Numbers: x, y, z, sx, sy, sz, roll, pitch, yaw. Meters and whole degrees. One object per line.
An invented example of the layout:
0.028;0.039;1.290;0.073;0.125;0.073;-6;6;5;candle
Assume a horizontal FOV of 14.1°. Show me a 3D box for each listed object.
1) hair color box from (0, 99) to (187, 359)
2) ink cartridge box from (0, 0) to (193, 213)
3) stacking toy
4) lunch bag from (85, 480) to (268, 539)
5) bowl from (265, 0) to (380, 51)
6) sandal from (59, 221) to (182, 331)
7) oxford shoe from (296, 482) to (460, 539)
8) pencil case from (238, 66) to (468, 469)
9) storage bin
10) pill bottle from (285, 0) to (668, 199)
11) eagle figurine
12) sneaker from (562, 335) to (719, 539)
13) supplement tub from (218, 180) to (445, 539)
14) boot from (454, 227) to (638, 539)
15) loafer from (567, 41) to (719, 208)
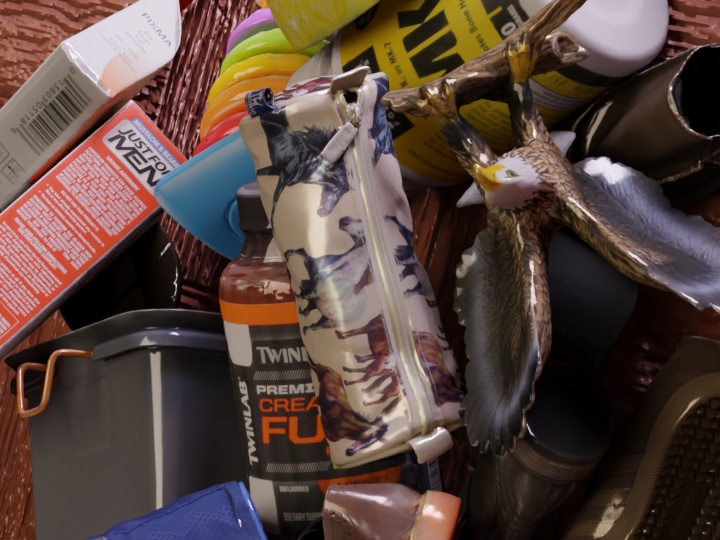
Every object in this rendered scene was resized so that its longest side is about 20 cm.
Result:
-0.195;-0.003;1.696;0.064;0.200;0.111;48;159;-1;hair color box
-0.160;-0.103;1.775;0.050;0.200;0.162;51;125;4;ink cartridge box
-0.044;-0.109;1.692;0.110;0.116;0.200;-29;45;33;stacking toy
-0.098;0.199;1.486;0.200;0.132;0.136;96;152;-75;lunch bag
0.009;-0.221;1.557;0.200;0.108;0.200;-39;8;7;bowl
-0.162;-0.007;1.811;0.082;0.055;0.200;-31;42;-8;sandal
-0.003;0.158;1.482;0.200;0.073;0.071;110;177;-56;oxford shoe
0.000;0.000;1.449;0.089;0.078;0.200;151;104;-78;pencil case
-0.123;0.106;1.659;0.200;0.146;0.134;-20;67;55;storage bin
0.057;-0.114;1.549;0.200;0.114;0.114;-33;56;40;pill bottle
0.092;-0.019;1.390;0.152;0.151;0.200;-48;63;46;eagle figurine
0.140;0.123;1.440;0.200;0.070;0.076;-59;18;22;sneaker
-0.018;0.049;1.549;0.107;0.107;0.200;1;104;49;supplement tub
0.076;0.090;1.495;0.200;0.069;0.174;-76;7;-48;boot
0.170;-0.085;1.441;0.200;0.071;0.073;-23;63;44;loafer
